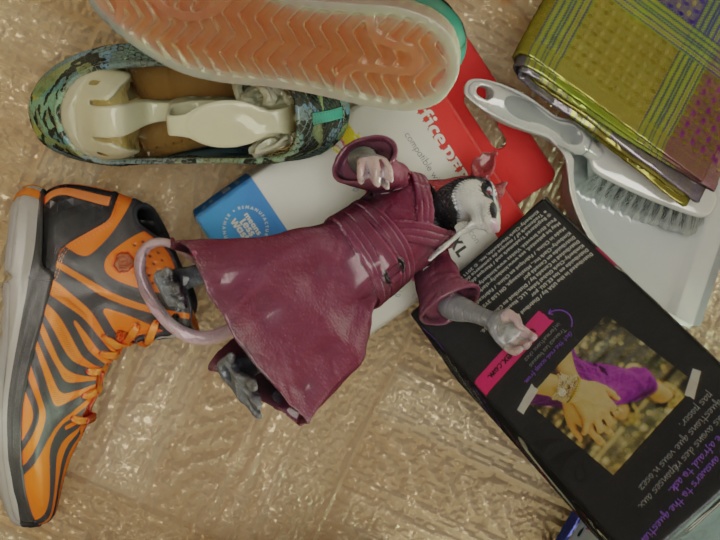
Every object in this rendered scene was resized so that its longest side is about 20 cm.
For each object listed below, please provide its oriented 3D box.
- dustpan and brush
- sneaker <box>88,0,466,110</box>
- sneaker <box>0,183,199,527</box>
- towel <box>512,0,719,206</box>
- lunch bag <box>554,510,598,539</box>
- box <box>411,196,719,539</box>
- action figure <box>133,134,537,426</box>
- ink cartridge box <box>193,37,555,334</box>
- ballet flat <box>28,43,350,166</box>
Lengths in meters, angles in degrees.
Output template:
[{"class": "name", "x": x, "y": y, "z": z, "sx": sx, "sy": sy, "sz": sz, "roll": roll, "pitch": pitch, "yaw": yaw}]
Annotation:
[{"class": "dustpan and brush", "x": 0.145, "y": -0.064, "z": 0.857, "sx": 0.199, "sy": 0.057, "sz": 0.140, "roll": 23, "pitch": 80, "yaw": -8}, {"class": "sneaker", "x": -0.043, "y": -0.136, "z": 0.747, "sx": 0.199, "sy": 0.080, "sz": 0.072, "roll": 17, "pitch": 117, "yaw": 0}, {"class": "sneaker", "x": -0.151, "y": 0.052, "z": 0.836, "sx": 0.112, "sy": 0.078, "sz": 0.201, "roll": 4, "pitch": 95, "yaw": -6}, {"class": "towel", "x": 0.183, "y": -0.153, "z": 0.855, "sx": 0.143, "sy": 0.023, "sz": 0.200, "roll": 33, "pitch": 70, "yaw": -10}, {"class": "lunch bag", "x": 0.230, "y": 0.177, "z": 0.867, "sx": 0.200, "sy": 0.124, "sz": 0.170, "roll": 37, "pitch": 92, "yaw": 6}, {"class": "box", "x": 0.139, "y": 0.076, "z": 0.802, "sx": 0.106, "sy": 0.122, "sz": 0.200, "roll": -40, "pitch": 56, "yaw": -2}, {"class": "action figure", "x": 0.000, "y": 0.000, "z": 0.782, "sx": 0.200, "sy": 0.149, "sz": 0.134, "roll": -32, "pitch": 106, "yaw": -22}, {"class": "ink cartridge box", "x": 0.015, "y": -0.043, "z": 0.852, "sx": 0.200, "sy": 0.067, "sz": 0.116, "roll": -35, "pitch": 98, "yaw": -3}, {"class": "ballet flat", "x": -0.107, "y": -0.089, "z": 0.797, "sx": 0.199, "sy": 0.074, "sz": 0.075, "roll": -2, "pitch": 96, "yaw": 18}]
